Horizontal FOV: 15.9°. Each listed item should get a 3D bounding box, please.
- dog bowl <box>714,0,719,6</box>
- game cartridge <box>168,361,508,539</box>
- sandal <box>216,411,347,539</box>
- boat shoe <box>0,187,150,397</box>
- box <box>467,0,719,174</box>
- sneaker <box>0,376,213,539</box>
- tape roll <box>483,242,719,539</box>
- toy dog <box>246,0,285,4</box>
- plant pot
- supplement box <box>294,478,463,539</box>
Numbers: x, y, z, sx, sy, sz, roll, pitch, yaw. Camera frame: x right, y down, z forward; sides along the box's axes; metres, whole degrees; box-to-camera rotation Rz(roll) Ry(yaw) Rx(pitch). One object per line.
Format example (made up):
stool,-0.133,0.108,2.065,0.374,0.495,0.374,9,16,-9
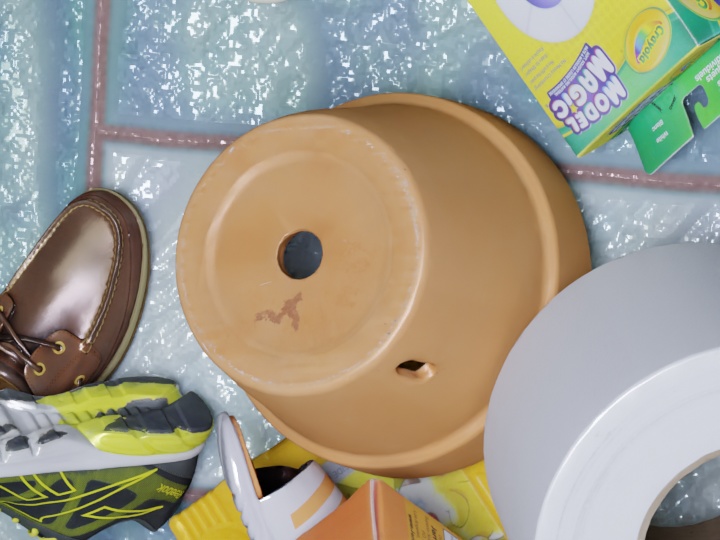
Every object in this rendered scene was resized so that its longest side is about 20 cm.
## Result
dog bowl,0.241,-0.198,1.202,0.199,0.079,0.201,0,82,1
game cartridge,0.012,0.160,1.377,0.200,0.032,0.177,-36,82,18
sandal,-0.016,0.157,1.338,0.059,0.079,0.207,-24,104,-2
boat shoe,-0.179,0.048,1.417,0.072,0.068,0.200,32,104,15
box,0.108,-0.148,1.282,0.200,0.048,0.117,54,141,7
sneaker,-0.176,0.111,1.374,0.199,0.075,0.085,-1,119,-21
tape roll,0.167,0.103,1.217,0.202,0.139,0.203,-2,109,-6
toy dog,-0.090,-0.249,1.340,0.200,0.140,0.194,20,138,16
plant pot,0.000,0.000,1.289,0.200,0.140,0.201,-4,81,24
supplement box,0.056,0.190,1.288,0.200,0.069,0.067,36,116,-28
